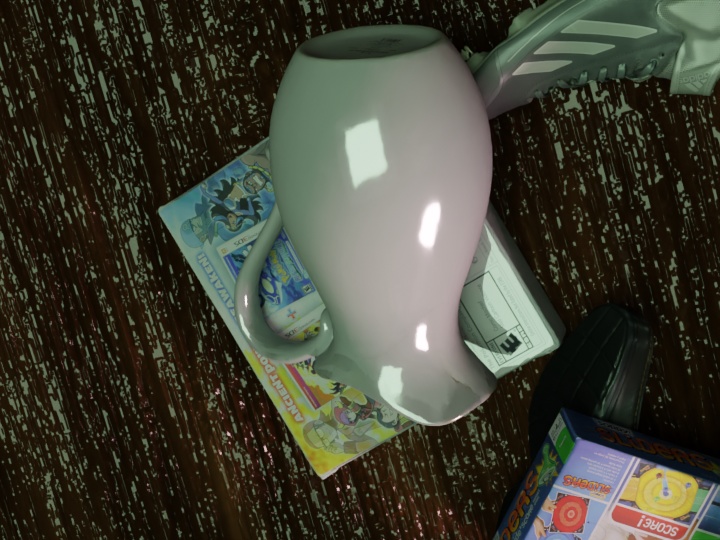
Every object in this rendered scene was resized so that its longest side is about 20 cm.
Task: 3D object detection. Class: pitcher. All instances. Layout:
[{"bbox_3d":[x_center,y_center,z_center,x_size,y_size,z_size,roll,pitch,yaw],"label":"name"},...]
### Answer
[{"bbox_3d":[-0.007,-0.030,0.769,0.170,0.121,0.202,7,115,28],"label":"pitcher"}]

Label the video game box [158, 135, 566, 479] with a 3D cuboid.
[{"bbox_3d":[0.000,0.000,0.849,0.181,0.047,0.201,-30,93,18],"label":"video game box"}]

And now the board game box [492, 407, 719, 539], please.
[{"bbox_3d":[0.177,0.171,0.796,0.198,0.035,0.136,20,110,-15],"label":"board game box"}]

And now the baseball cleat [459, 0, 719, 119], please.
[{"bbox_3d":[0.139,-0.121,0.767,0.199,0.070,0.107,-38,89,22],"label":"baseball cleat"}]

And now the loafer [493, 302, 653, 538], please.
[{"bbox_3d":[0.140,0.114,0.829,0.072,0.073,0.202,8,114,-21],"label":"loafer"}]
